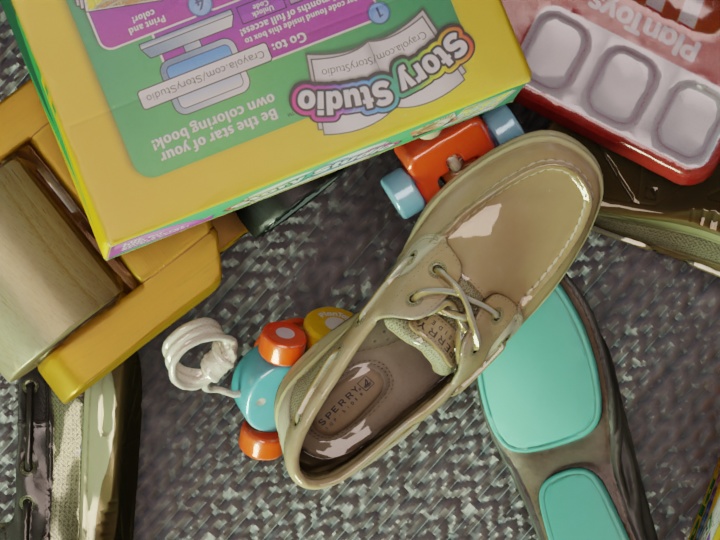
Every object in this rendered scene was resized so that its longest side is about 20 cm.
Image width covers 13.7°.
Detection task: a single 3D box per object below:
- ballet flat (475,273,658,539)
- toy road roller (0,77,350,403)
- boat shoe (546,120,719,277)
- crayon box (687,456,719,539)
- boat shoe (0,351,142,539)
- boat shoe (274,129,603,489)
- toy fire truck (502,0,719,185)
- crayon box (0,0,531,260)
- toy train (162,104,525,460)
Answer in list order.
[{"bbox_3d":[0.100,0.083,1.440,0.068,0.068,0.200,-12,98,18],"label":"ballet flat"},{"bbox_3d":[-0.108,-0.035,1.392,0.200,0.146,0.123,-38,89,-10],"label":"toy road roller"},{"bbox_3d":[0.179,-0.029,1.449,0.200,0.063,0.073,12,74,-7],"label":"boat shoe"},{"bbox_3d":[0.184,0.151,1.416,0.058,0.119,0.200,21,91,0],"label":"crayon box"},{"bbox_3d":[-0.147,0.131,1.446,0.066,0.072,0.201,7,91,10],"label":"boat shoe"},{"bbox_3d":[0.037,0.022,1.362,0.072,0.065,0.200,41,104,-15],"label":"boat shoe"},{"bbox_3d":[0.106,-0.152,1.403,0.200,0.112,0.168,26,82,1],"label":"toy fire truck"},{"bbox_3d":[-0.050,-0.122,1.306,0.200,0.058,0.173,-22,88,-9],"label":"crayon box"},{"bbox_3d":[0.000,0.000,1.421,0.200,0.056,0.150,-35,132,2],"label":"toy train"}]
